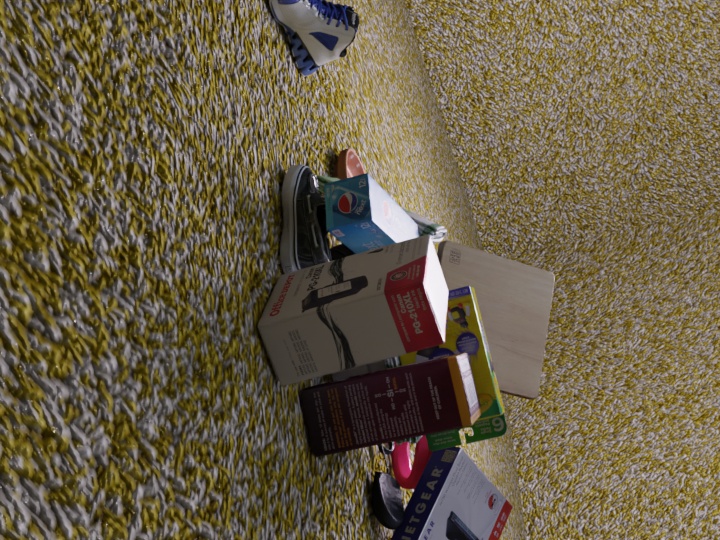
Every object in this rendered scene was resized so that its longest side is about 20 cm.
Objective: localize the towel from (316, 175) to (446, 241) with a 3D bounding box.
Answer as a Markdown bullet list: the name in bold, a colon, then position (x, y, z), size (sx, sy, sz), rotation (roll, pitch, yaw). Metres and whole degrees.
- **towel**: position (0.030, -0.091, 1.512), size (0.031, 0.200, 0.149), rotation (-66, 171, 6)

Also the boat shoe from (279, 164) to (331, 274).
- **boat shoe**: position (-0.062, -0.066, 1.311), size (0.072, 0.071, 0.200), rotation (64, 18, -47)

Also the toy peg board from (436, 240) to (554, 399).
- **toy peg board**: position (0.175, 0.081, 1.516), size (0.098, 0.200, 0.199), rotation (-20, -124, 64)

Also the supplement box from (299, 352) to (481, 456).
- **supplement box**: position (0.039, 0.165, 1.228), size (0.110, 0.200, 0.086), rotation (9, 68, -77)

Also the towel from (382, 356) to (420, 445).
- **towel**: position (0.052, 0.132, 1.358), size (0.149, 0.031, 0.200), rotation (3, 73, -78)

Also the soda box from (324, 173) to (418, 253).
- **soda box**: position (0.020, -0.058, 1.331), size (0.200, 0.064, 0.068), rotation (39, 42, -62)

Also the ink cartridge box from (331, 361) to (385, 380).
- **ink cartridge box**: position (0.015, 0.121, 1.445), size (0.200, 0.085, 0.146), rotation (-61, 137, -74)

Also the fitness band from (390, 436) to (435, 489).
- **fitness band**: position (0.087, 0.243, 1.558), size (0.144, 0.037, 0.200), rotation (-168, -97, -74)

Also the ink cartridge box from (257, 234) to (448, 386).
- **ink cartridge box**: position (-0.005, 0.044, 1.155), size (0.145, 0.200, 0.084), rotation (-75, 147, -66)

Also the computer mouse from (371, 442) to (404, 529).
- **computer mouse**: position (0.029, 0.297, 1.471), size (0.059, 0.034, 0.200), rotation (40, 28, -34)

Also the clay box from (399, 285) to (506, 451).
- **clay box**: position (0.116, 0.131, 1.308), size (0.048, 0.115, 0.200), rotation (23, 53, -74)

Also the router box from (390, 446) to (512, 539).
- **router box**: position (0.133, 0.392, 1.480), size (0.180, 0.049, 0.200), rotation (50, 57, -35)

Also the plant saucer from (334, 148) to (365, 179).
- **plant saucer**: position (-0.007, -0.110, 1.708), size (0.200, 0.032, 0.200), rotation (-13, 90, -79)

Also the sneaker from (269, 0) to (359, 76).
- **sneaker**: position (-0.066, -0.397, 1.534), size (0.199, 0.115, 0.081), rotation (62, 18, -50)

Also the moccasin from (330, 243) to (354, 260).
- **moccasin**: position (-0.001, -0.001, 1.459), size (0.074, 0.078, 0.201), rotation (53, 31, 14)
